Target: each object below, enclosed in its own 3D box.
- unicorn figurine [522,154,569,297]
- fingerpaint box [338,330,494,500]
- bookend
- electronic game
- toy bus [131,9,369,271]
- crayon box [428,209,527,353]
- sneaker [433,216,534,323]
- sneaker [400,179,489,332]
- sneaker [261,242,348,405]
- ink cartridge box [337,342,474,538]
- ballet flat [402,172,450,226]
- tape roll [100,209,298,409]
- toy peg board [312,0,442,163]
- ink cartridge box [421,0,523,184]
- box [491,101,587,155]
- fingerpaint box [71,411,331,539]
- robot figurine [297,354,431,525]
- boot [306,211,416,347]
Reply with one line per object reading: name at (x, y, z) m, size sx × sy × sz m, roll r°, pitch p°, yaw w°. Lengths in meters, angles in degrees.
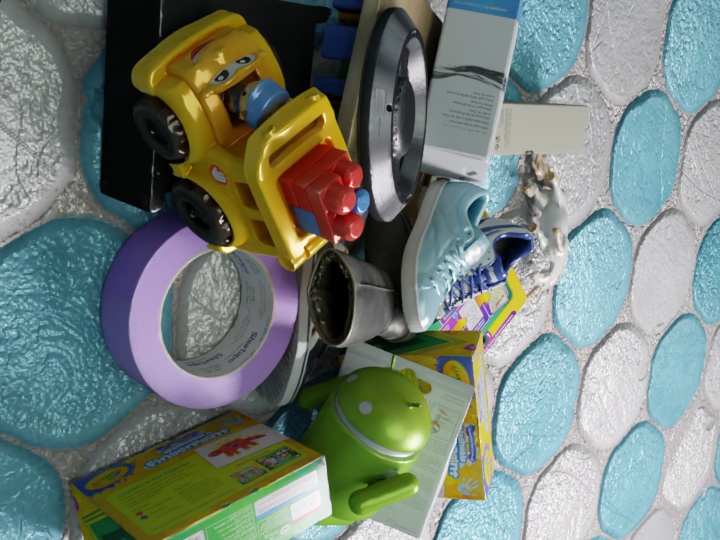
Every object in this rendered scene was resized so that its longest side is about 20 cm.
unicorn figurine at (0.271, -0.057, 1.243) m, size 0.137 × 0.073 × 0.201 m, roll 39°, pitch 65°, yaw -60°
fingerpaint box at (0.073, 0.176, 1.067) m, size 0.073 × 0.166 × 0.201 m, roll -54°, pitch 138°, yaw -62°
bookend at (-0.140, -0.169, 0.844) m, size 0.199 × 0.092 × 0.200 m, roll -9°, pitch 111°, yaw -44°
electronic game at (0.030, -0.147, 0.826) m, size 0.200 × 0.041 × 0.202 m, roll 6°, pitch 90°, yaw -76°
toy bus at (-0.074, -0.100, 0.727) m, size 0.136 × 0.191 × 0.201 m, roll -42°, pitch 132°, yaw -26°
crayon box at (0.120, 0.040, 1.151) m, size 0.200 × 0.058 × 0.173 m, roll -47°, pitch 124°, yaw -23°
sneaker at (0.130, 0.001, 1.057) m, size 0.200 × 0.088 × 0.076 m, roll -43°, pitch 121°, yaw -23°
sneaker at (0.101, -0.022, 0.984) m, size 0.074 × 0.081 × 0.201 m, roll 52°, pitch 47°, yaw -52°
sneaker at (-0.057, 0.057, 0.984) m, size 0.079 × 0.078 × 0.201 m, roll 9°, pitch 93°, yaw -37°
ink cartridge box at (0.033, 0.198, 1.033) m, size 0.057 × 0.162 × 0.201 m, roll -14°, pitch 125°, yaw -79°
ballet flat at (0.092, -0.115, 1.083) m, size 0.068 × 0.063 × 0.201 m, roll 11°, pitch 94°, yaw -45°
tape roll at (-0.162, 0.038, 0.895) m, size 0.199 × 0.065 × 0.202 m, roll -13°, pitch 110°, yaw -40°
toy peg board at (-0.003, -0.199, 0.914) m, size 0.199 × 0.097 × 0.201 m, roll 8°, pitch 95°, yaw -69°
ink cartridge box at (0.124, -0.214, 0.988) m, size 0.145 × 0.083 × 0.201 m, roll 50°, pitch 52°, yaw -83°
box at (0.214, -0.192, 1.163) m, size 0.199 × 0.082 × 0.069 m, roll -7°, pitch 105°, yaw -39°
fingerpaint box at (-0.158, 0.231, 0.867) m, size 0.199 × 0.166 × 0.074 m, roll -20°, pitch 112°, yaw -38°
robot figurine at (0.001, 0.191, 0.947) m, size 0.115 × 0.176 × 0.201 m, roll 15°, pitch 119°, yaw -36°
boot at (0.002, -0.002, 0.947) m, size 0.200 × 0.072 × 0.183 m, roll 13°, pitch 63°, yaw -59°
